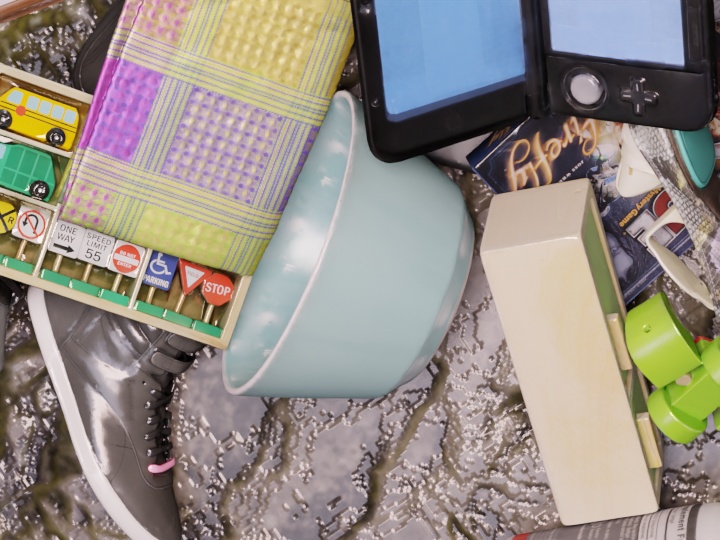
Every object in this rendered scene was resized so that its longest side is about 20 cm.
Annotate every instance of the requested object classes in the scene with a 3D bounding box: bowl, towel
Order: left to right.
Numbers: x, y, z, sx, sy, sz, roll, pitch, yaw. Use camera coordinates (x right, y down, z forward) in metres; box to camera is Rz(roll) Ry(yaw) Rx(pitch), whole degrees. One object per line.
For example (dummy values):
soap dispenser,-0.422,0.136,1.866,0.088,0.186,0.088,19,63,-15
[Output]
towel,-0.092,-0.106,1.651,0.144,0.023,0.200,18,100,-16
bowl,0.000,0.000,1.661,0.105,0.201,0.201,21,100,-13

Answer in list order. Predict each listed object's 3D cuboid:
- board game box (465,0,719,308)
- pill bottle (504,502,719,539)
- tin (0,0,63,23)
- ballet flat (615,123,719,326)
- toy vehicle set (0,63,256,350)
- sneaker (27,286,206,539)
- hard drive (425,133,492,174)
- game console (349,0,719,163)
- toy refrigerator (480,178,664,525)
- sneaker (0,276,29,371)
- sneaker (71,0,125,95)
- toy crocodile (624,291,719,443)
board game box,0.184,-0.088,1.661,0.200,0.035,0.135,-43,106,8
pill bottle,0.190,0.207,1.664,0.200,0.116,0.116,-11,94,18
tin,-0.209,-0.228,1.737,0.200,0.042,0.112,-20,97,11
ballet flat,0.194,-0.046,1.625,0.072,0.072,0.200,-27,106,11
toy vehicle set,-0.158,-0.039,1.678,0.200,0.027,0.124,19,86,-17
sneaker,-0.136,0.083,1.738,0.099,0.071,0.200,-23,88,16
hard drive,0.088,-0.160,1.695,0.139,0.033,0.200,16,98,7
game console,0.097,-0.158,1.509,0.176,0.116,0.200,10,123,29
toy refrigerator,0.135,0.051,1.650,0.070,0.076,0.200,-10,117,15
sneaker,-0.210,-0.029,1.718,0.121,0.084,0.200,-10,69,10
sneaker,-0.105,-0.166,1.704,0.200,0.079,0.075,-33,90,13
toy crocodile,0.242,0.081,1.654,0.200,0.062,0.068,28,125,-24
